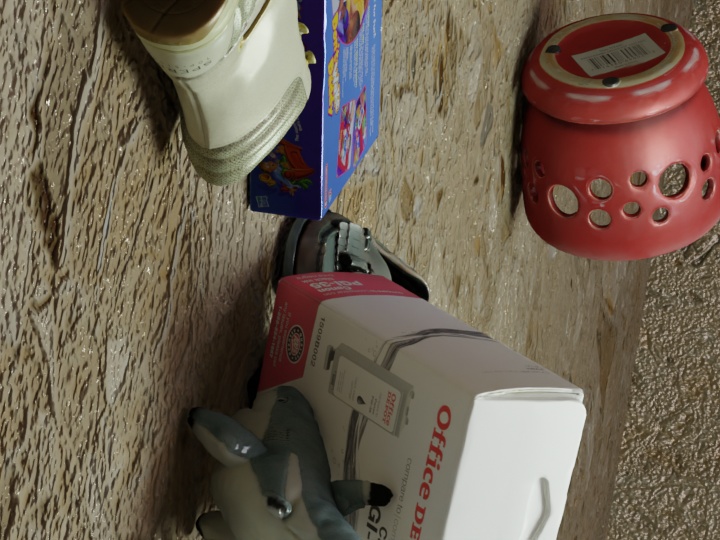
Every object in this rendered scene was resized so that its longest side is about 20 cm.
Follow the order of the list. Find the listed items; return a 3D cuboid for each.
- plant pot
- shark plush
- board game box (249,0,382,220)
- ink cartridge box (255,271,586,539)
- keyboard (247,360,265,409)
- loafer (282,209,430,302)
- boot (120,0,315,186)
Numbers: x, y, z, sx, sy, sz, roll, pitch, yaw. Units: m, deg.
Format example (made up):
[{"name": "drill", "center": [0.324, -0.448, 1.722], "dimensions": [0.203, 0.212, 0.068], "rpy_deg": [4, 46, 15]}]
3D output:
[{"name": "plant pot", "center": [0.247, -0.137, 2.259], "dimensions": [0.200, 0.200, 0.183], "rpy_deg": [-66, 152, -52]}, {"name": "shark plush", "center": [-0.022, 0.123, 1.279], "dimensions": [0.083, 0.200, 0.091], "rpy_deg": [-20, 117, -25]}, {"name": "board game box", "center": [-0.024, -0.148, 1.378], "dimensions": [0.134, 0.045, 0.200], "rpy_deg": [-58, 153, -61]}, {"name": "ink cartridge box", "center": [0.025, 0.101, 1.354], "dimensions": [0.083, 0.200, 0.147], "rpy_deg": [2, 107, -36]}, {"name": "keyboard", "center": [-0.030, 0.129, 1.491], "dimensions": [0.104, 0.040, 0.200], "rpy_deg": [-54, 148, -50]}, {"name": "loafer", "center": [0.000, 0.000, 1.530], "dimensions": [0.200, 0.063, 0.072], "rpy_deg": [22, 76, -77]}, {"name": "boot", "center": [-0.054, -0.158, 1.184], "dimensions": [0.155, 0.072, 0.200], "rpy_deg": [74, 32, -60]}]
